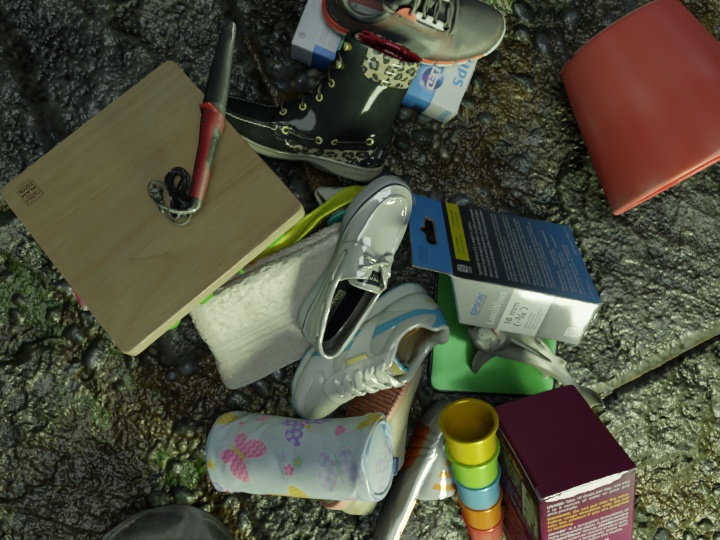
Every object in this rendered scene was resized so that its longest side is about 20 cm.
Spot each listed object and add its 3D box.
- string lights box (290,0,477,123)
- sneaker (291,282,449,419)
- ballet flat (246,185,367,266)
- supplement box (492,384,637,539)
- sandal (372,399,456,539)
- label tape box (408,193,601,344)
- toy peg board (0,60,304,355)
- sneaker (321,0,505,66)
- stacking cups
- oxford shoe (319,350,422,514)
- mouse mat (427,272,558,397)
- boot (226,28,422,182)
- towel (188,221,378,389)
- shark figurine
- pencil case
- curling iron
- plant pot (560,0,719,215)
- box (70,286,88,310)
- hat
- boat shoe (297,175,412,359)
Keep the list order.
[{"bbox_3d":[0.031,-0.257,0.777,0.200,0.059,0.103,22,88,-7],"label":"string lights box"},{"bbox_3d":[0.007,0.100,0.752,0.200,0.081,0.077,-41,130,3],"label":"sneaker"},{"bbox_3d":[-0.049,-0.056,0.772,0.200,0.067,0.067,-33,65,-4],"label":"ballet flat"},{"bbox_3d":[0.213,0.246,0.730,0.103,0.131,0.200,-15,123,-5],"label":"supplement box"},{"bbox_3d":[0.075,0.246,0.783,0.059,0.079,0.207,23,96,-8],"label":"sandal"},{"bbox_3d":[0.141,-0.005,0.743,0.200,0.144,0.063,11,126,-7],"label":"label tape box"},{"bbox_3d":[-0.186,-0.052,0.651,0.200,0.098,0.199,-40,78,-8],"label":"toy peg board"},{"bbox_3d":[0.060,-0.266,0.709,0.200,0.082,0.077,5,89,-7],"label":"sneaker"},{"bbox_3d":[0.123,0.225,0.736,0.060,0.061,0.200,-17,128,-6],"label":"stacking cups"},{"bbox_3d":[0.024,0.185,0.787,0.074,0.071,0.200,33,84,-34],"label":"oxford shoe"},{"bbox_3d":[0.165,0.052,0.822,0.161,0.008,0.200,4,89,-7],"label":"mouse mat"},{"bbox_3d":[-0.047,-0.190,0.725,0.203,0.074,0.154,17,127,-12],"label":"boot"},{"bbox_3d":[-0.079,0.038,0.746,0.200,0.034,0.133,-25,124,-11],"label":"towel"},{"bbox_3d":[0.181,0.108,0.797,0.214,0.128,0.090,35,112,-23],"label":"shark figurine"},{"bbox_3d":[-0.064,0.193,0.721,0.200,0.083,0.091,-4,67,21],"label":"pencil case"},{"bbox_3d":[-0.142,-0.137,0.606,0.050,0.026,0.200,13,77,2],"label":"curling iron"},{"bbox_3d":[0.329,-0.186,0.756,0.200,0.200,0.177,-27,83,-6],"label":"plant pot"},{"bbox_3d":[-0.218,-0.046,0.731,0.200,0.095,0.100,-27,92,-6],"label":"box"},{"bbox_3d":[-0.202,0.352,0.746,0.200,0.081,0.201,1,82,-6],"label":"hat"},{"bbox_3d":[0.000,0.000,0.700,0.072,0.066,0.200,25,104,-34],"label":"boat shoe"}]
